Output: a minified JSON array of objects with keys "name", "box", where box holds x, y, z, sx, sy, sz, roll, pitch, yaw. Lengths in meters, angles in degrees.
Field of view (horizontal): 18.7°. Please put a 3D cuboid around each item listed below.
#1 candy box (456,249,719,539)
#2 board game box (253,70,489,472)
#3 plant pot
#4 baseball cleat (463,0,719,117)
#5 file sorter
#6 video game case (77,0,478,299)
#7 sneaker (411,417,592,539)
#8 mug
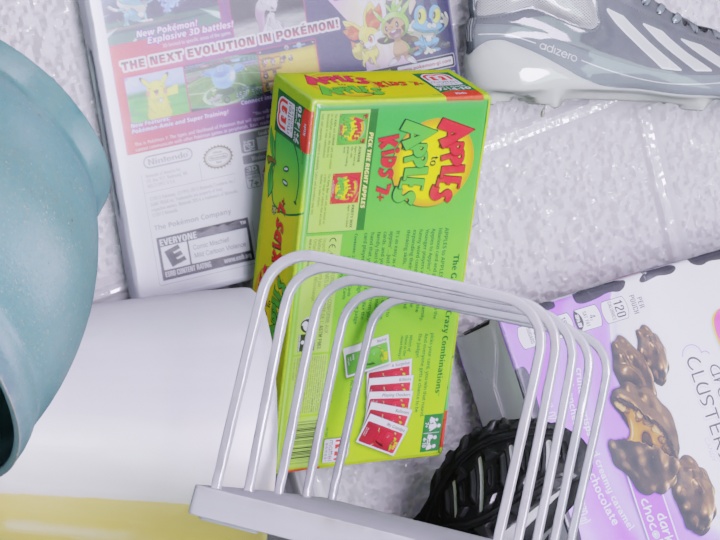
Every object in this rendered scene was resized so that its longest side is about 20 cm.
[{"name":"candy box","box":[0.174,0.084,1.214,0.199,0.072,0.169,-16,84,-22]},{"name":"board game box","box":[0.000,0.000,1.134,0.101,0.048,0.201,-4,113,-28]},{"name":"plant pot","box":[-0.194,-0.024,0.966,0.200,0.200,0.134,50,57,-22]},{"name":"baseball cleat","box":[0.153,-0.137,1.199,0.199,0.070,0.107,-3,100,-23]},{"name":"file sorter","box":[0.030,0.070,0.997,0.138,0.200,0.125,12,86,16]},{"name":"video game case","box":[-0.041,-0.092,1.150,0.199,0.023,0.183,-13,104,-20]},{"name":"sneaker","box":[0.068,0.146,1.162,0.079,0.200,0.074,21,45,-19]},{"name":"mug","box":[-0.128,0.097,1.073,0.152,0.150,0.188,3,62,-15]}]
